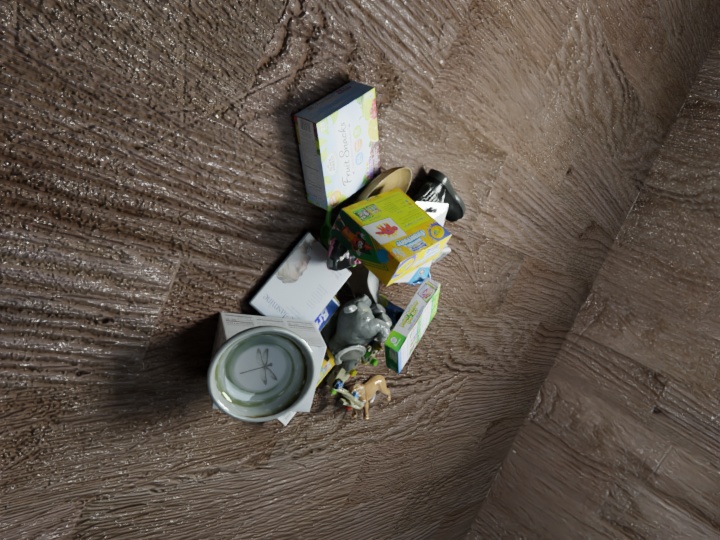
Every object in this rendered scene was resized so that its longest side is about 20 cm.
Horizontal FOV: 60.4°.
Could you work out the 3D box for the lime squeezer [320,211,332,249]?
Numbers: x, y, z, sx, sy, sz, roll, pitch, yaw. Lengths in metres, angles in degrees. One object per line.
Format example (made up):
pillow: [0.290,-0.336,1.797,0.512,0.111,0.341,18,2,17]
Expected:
lime squeezer: [-0.056,-0.075,1.348,0.070,0.038,0.201,-26,124,-16]

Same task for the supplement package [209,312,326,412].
supplement package: [-0.190,0.185,1.235,0.199,0.111,0.156,8,111,-21]

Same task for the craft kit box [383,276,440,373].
craft kit box: [0.127,0.139,1.525,0.198,0.048,0.200,-53,163,-18]

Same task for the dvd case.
dvd case: [-0.126,0.035,1.306,0.143,0.018,0.200,44,76,-24]

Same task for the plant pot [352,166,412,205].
plant pot: [0.037,-0.154,1.374,0.200,0.027,0.200,-43,163,-17]

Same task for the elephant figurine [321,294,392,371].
elephant figurine: [-0.028,0.163,1.450,0.200,0.155,0.142,-47,-167,20]

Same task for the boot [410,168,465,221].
boot: [0.180,-0.143,1.584,0.158,0.079,0.211,-58,141,-9]

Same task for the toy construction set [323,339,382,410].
toy construction set: [-0.021,0.264,1.619,0.131,0.092,0.201,22,85,-56]

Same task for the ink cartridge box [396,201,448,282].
ink cartridge box: [0.121,-0.076,1.450,0.116,0.067,0.201,-1,115,-38]

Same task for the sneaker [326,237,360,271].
sneaker: [0.007,-0.044,1.316,0.200,0.095,0.079,-32,138,-49]

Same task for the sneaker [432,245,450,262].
sneaker: [0.169,-0.064,1.613,0.075,0.082,0.200,-41,166,15]

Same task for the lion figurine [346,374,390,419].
lion figurine: [0.023,0.344,1.759,0.200,0.072,0.123,-35,128,-55]

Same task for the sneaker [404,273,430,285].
sneaker: [0.112,-0.005,1.594,0.200,0.082,0.074,7,111,-53]

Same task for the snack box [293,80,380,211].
snack box: [-0.040,-0.246,1.228,0.169,0.068,0.201,-39,140,-32]

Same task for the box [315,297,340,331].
box: [-0.137,0.125,1.370,0.200,0.070,0.064,-53,142,-12]

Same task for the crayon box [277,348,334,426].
crayon box: [-0.153,0.254,1.464,0.200,0.051,0.126,-50,145,-15]

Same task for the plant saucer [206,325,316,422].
plant saucer: [-0.184,0.184,1.144,0.199,0.050,0.201,-7,114,-16]

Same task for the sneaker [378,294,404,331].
sneaker: [0.092,0.144,1.655,0.076,0.105,0.200,-53,145,-13]

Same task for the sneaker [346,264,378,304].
sneaker: [0.000,0.000,1.484,0.085,0.072,0.201,-76,158,-52]

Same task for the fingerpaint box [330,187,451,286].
fingerpaint box: [0.065,-0.075,1.285,0.200,0.167,0.073,-29,155,-47]
